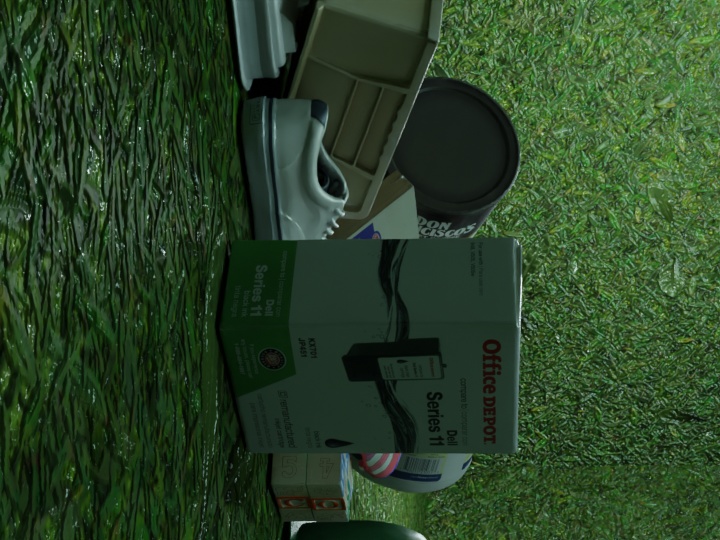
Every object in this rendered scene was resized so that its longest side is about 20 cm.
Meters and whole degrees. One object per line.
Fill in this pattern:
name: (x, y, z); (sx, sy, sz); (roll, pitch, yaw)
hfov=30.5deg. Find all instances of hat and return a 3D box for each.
hat: (0.053, 0.251, 1.153); (0.167, 0.175, 0.200); (68, 12, 8)

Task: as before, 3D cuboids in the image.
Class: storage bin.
storage bin: (-0.004, -0.178, 1.065); (0.201, 0.093, 0.199); (-82, -170, -45)

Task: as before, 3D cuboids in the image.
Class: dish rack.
dish rack: (-0.067, -0.250, 0.966); (0.172, 0.043, 0.202); (-85, 173, -58)

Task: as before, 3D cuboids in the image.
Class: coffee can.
coffee can: (0.065, -0.085, 1.357); (0.200, 0.145, 0.148); (119, -26, -65)

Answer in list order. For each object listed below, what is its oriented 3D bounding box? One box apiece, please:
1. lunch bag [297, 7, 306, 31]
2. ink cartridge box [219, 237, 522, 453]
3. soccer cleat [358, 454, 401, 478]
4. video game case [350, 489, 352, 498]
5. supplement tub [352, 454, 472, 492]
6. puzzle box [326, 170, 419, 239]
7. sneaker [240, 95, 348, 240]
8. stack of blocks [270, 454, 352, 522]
lunch bag: (-0.013, -0.280, 1.258); (0.151, 0.093, 0.201); (66, 15, -47)
ink cartridge box: (0.013, 0.054, 0.916); (0.147, 0.198, 0.084); (83, 8, -46)
soccer cleat: (0.029, 0.098, 1.100); (0.067, 0.076, 0.201); (-84, 171, -54)
video game case: (-0.031, 0.181, 1.382); (0.182, 0.023, 0.202); (-75, 162, -72)
supplement tub: (0.059, 0.093, 1.264); (0.145, 0.144, 0.202); (-81, -175, -63)
puzzle box: (0.000, 0.000, 1.256); (0.025, 0.133, 0.200); (46, -15, 24)
sneaker: (-0.044, -0.045, 1.010); (0.201, 0.070, 0.073); (83, 8, -47)
stack of blocks: (-0.036, 0.110, 1.131); (0.115, 0.058, 0.202); (81, 9, -59)
